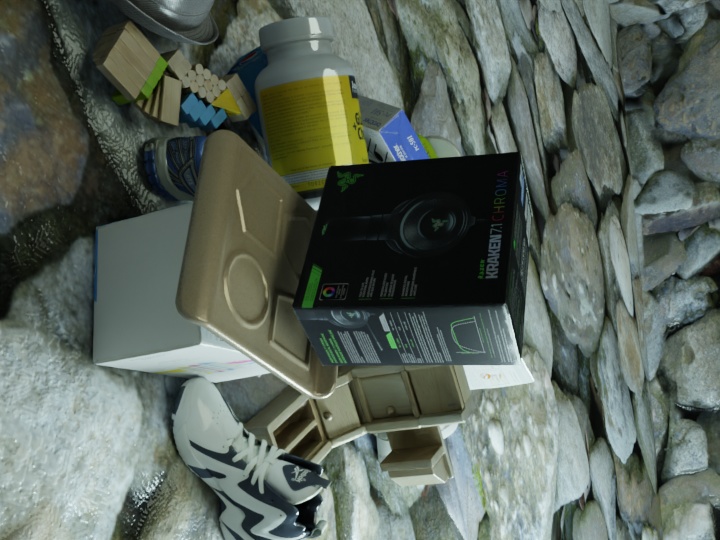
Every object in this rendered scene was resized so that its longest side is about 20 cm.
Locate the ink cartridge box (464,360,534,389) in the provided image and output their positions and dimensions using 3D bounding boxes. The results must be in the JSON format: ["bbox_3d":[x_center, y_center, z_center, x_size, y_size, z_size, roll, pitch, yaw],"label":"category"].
[{"bbox_3d":[0.122,0.101,1.258,0.163,0.199,0.050,55,35,-38],"label":"ink cartridge box"}]

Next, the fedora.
[{"bbox_3d":[-0.187,-0.314,0.894,0.178,0.090,0.200,56,25,4],"label":"fedora"}]

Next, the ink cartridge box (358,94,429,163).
[{"bbox_3d":[0.000,-0.175,1.153,0.044,0.200,0.094,-44,128,-12],"label":"ink cartridge box"}]

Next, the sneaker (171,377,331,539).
[{"bbox_3d":[-0.095,0.189,0.892,0.079,0.129,0.201,-38,113,-60],"label":"sneaker"}]

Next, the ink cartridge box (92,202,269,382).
[{"bbox_3d":[-0.139,0.030,0.873,0.200,0.124,0.130,20,62,-58],"label":"ink cartridge box"}]

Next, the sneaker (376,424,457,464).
[{"bbox_3d":[0.082,0.201,1.281,0.200,0.072,0.085,-25,104,-60],"label":"sneaker"}]

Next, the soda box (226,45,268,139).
[{"bbox_3d":[-0.076,-0.175,1.104,0.200,0.067,0.064,54,36,-25],"label":"soda box"}]

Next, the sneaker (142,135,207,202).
[{"bbox_3d":[-0.136,-0.091,0.968,0.200,0.085,0.078,19,63,-60],"label":"sneaker"}]

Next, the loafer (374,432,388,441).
[{"bbox_3d":[0.007,0.123,1.153,0.063,0.072,0.201,-40,118,-30],"label":"loafer"}]

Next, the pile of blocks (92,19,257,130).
[{"bbox_3d":[-0.196,-0.179,0.923,0.199,0.062,0.083,17,75,-51],"label":"pile of blocks"}]

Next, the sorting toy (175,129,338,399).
[{"bbox_3d":[-0.084,-0.001,0.822,0.200,0.036,0.187,38,47,-46],"label":"sorting toy"}]

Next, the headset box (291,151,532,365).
[{"bbox_3d":[0.047,-0.010,0.823,0.093,0.198,0.175,66,29,-47],"label":"headset box"}]

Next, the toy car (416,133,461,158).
[{"bbox_3d":[0.070,-0.082,1.246,0.175,0.149,0.201,-54,129,-61],"label":"toy car"}]

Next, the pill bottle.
[{"bbox_3d":[-0.054,-0.167,0.996,0.112,0.111,0.202,-20,101,-62],"label":"pill bottle"}]

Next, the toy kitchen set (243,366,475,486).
[{"bbox_3d":[0.014,0.201,1.015,0.180,0.199,0.164,-36,111,-60],"label":"toy kitchen set"}]
